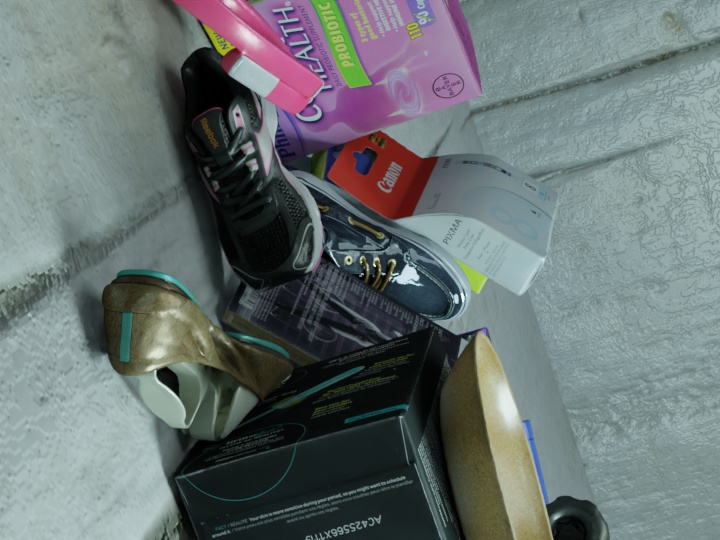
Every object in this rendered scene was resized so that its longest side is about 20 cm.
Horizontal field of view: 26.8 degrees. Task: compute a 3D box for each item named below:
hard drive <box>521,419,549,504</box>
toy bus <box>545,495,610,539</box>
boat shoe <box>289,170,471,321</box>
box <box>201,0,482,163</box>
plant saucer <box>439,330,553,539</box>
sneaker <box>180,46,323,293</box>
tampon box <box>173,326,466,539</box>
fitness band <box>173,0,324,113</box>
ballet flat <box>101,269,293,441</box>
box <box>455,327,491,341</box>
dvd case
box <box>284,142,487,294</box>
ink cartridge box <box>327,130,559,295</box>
[{"bbox_3d":[0.136,0.255,1.444,0.131,0.025,0.202,-9,84,-42],"label":"hard drive"},{"bbox_3d":[0.088,0.246,1.154,0.192,0.199,0.136,-51,157,-21],"label":"toy bus"},{"bbox_3d":[0.000,0.000,1.255,0.199,0.071,0.091,30,30,-8],"label":"boat shoe"},{"bbox_3d":[-0.016,-0.212,1.314,0.177,0.198,0.097,62,16,-45],"label":"box"},{"bbox_3d":[0.087,0.140,0.957,0.200,0.035,0.203,-16,90,-79],"label":"plant saucer"},{"bbox_3d":[-0.094,-0.077,1.099,0.086,0.080,0.201,44,19,-58],"label":"sneaker"},{"bbox_3d":[-0.009,0.138,0.969,0.200,0.148,0.128,-56,128,-75],"label":"tampon box"},{"bbox_3d":[-0.099,-0.186,1.123,0.144,0.037,0.200,49,10,25],"label":"fitness band"},{"bbox_3d":[-0.098,0.061,0.904,0.200,0.067,0.073,46,49,-66],"label":"ballet flat"},{"bbox_3d":[0.101,0.171,1.554,0.122,0.105,0.202,-8,82,-76],"label":"box"},{"bbox_3d":[-0.001,0.050,1.139,0.199,0.016,0.149,29,25,-5],"label":"dvd case"},{"bbox_3d":[0.027,-0.061,1.379,0.198,0.048,0.122,24,28,-11],"label":"box"},{"bbox_3d":[0.079,-0.074,1.346,0.199,0.047,0.160,32,27,-2],"label":"ink cartridge box"}]
